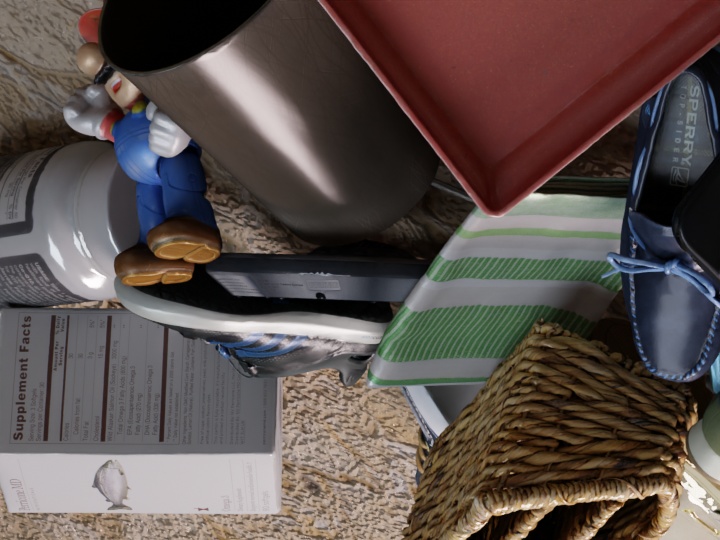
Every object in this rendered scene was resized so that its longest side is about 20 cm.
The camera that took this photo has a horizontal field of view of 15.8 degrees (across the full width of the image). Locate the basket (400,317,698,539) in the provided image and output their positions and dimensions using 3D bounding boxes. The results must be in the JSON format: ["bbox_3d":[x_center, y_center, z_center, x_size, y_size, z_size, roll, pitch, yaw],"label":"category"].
[{"bbox_3d":[0.118,0.155,1.623,0.143,0.149,0.200,26,143,-7],"label":"basket"}]

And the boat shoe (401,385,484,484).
[{"bbox_3d":[0.064,0.120,1.808,0.091,0.071,0.200,-14,125,40],"label":"boat shoe"}]

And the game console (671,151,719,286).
[{"bbox_3d":[0.306,-0.022,1.439,0.200,0.171,0.118,42,169,-18],"label":"game console"}]

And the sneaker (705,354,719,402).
[{"bbox_3d":[0.259,0.037,1.577,0.095,0.079,0.200,6,135,30],"label":"sneaker"}]

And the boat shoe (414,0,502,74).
[{"bbox_3d":[0.018,-0.169,1.459,0.200,0.091,0.071,17,-175,-14],"label":"boat shoe"}]

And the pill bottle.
[{"bbox_3d":[-0.212,-0.031,1.827,0.200,0.113,0.113,-6,128,41],"label":"pill bottle"}]

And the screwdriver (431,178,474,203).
[{"bbox_3d":[0.081,-0.038,1.664,0.200,0.028,0.029,19,112,14],"label":"screwdriver"}]

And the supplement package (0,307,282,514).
[{"bbox_3d":[-0.157,0.101,1.851,0.200,0.117,0.117,0,154,1],"label":"supplement package"}]

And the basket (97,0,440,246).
[{"bbox_3d":[-0.043,-0.119,1.573,0.136,0.180,0.200,12,148,41],"label":"basket"}]

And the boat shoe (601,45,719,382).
[{"bbox_3d":[0.177,-0.030,1.497,0.084,0.069,0.200,-1,102,15],"label":"boat shoe"}]

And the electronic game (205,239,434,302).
[{"bbox_3d":[0.000,0.000,1.669,0.200,0.200,0.042,2,90,36],"label":"electronic game"}]

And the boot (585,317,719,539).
[{"bbox_3d":[0.179,0.126,1.737,0.200,0.072,0.155,43,139,-19],"label":"boot"}]

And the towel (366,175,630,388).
[{"bbox_3d":[0.102,0.010,1.596,0.152,0.023,0.200,1,144,-31],"label":"towel"}]

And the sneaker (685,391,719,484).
[{"bbox_3d":[0.303,0.092,1.558,0.200,0.067,0.090,4,141,-14],"label":"sneaker"}]

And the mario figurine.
[{"bbox_3d":[-0.148,-0.094,1.653,0.123,0.200,0.106,-17,158,21],"label":"mario figurine"}]

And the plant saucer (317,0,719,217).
[{"bbox_3d":[0.089,-0.164,1.426,0.200,0.200,0.037,51,180,-21],"label":"plant saucer"}]

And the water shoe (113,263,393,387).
[{"bbox_3d":[-0.075,0.042,1.759,0.200,0.072,0.079,8,125,-21],"label":"water shoe"}]
